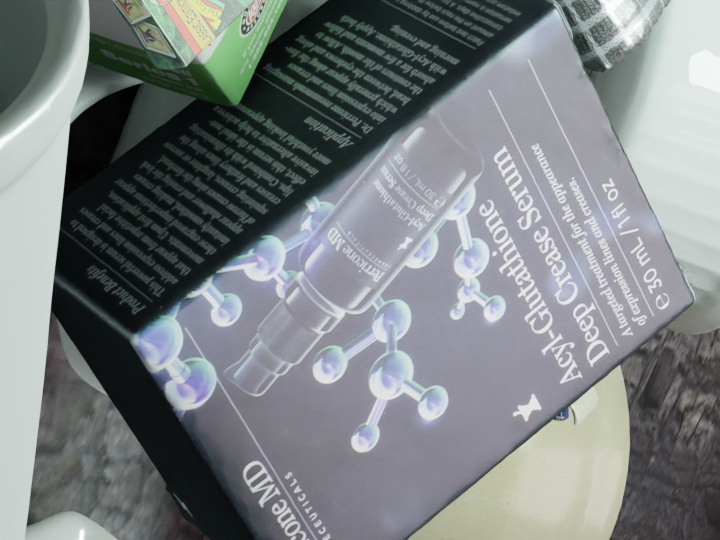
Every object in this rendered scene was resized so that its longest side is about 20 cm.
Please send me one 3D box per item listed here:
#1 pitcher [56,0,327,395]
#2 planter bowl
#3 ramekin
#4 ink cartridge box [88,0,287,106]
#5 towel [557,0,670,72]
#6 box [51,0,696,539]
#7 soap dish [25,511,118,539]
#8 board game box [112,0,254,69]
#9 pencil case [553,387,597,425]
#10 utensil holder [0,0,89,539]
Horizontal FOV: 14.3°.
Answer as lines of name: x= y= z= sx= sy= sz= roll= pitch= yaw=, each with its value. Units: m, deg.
pitcher: x=-0.051 y=-0.057 z=1.144 sx=0.200 sy=0.121 sz=0.172 roll=-49 pitch=147 yaw=-19
planter bowl: x=0.012 y=0.081 z=1.399 sx=0.135 sy=0.200 sz=0.201 roll=5 pitch=108 yaw=-44
ramekin: x=0.135 y=-0.079 z=1.317 sx=0.201 sy=0.097 sz=0.201 roll=128 pitch=-29 yaw=-45
ink cartridge box: x=-0.072 y=-0.163 z=0.983 sx=0.146 sy=0.084 sz=0.200 roll=-66 pitch=163 yaw=-10
towel: x=0.070 y=-0.189 z=1.183 sx=0.166 sy=0.085 sz=0.200 roll=52 pitch=34 yaw=-22
box: x=0.000 y=0.000 z=1.073 sx=0.200 sy=0.107 sz=0.149 roll=-38 pitch=125 yaw=-12
soap dish: x=-0.121 y=0.184 z=1.152 sx=0.081 sy=0.157 sz=0.200 roll=-56 pitch=167 yaw=18
board game box: x=-0.074 y=-0.169 z=0.856 sx=0.105 sy=0.023 sz=0.200 roll=-45 pitch=120 yaw=-21
pencil case: x=0.013 y=0.009 z=1.273 sx=0.078 sy=0.200 sz=0.090 roll=-40 pitch=138 yaw=-57
utensil holder: x=-0.162 y=0.005 z=0.772 sx=0.170 sy=0.170 sz=0.200 roll=-50 pitch=157 yaw=-46
